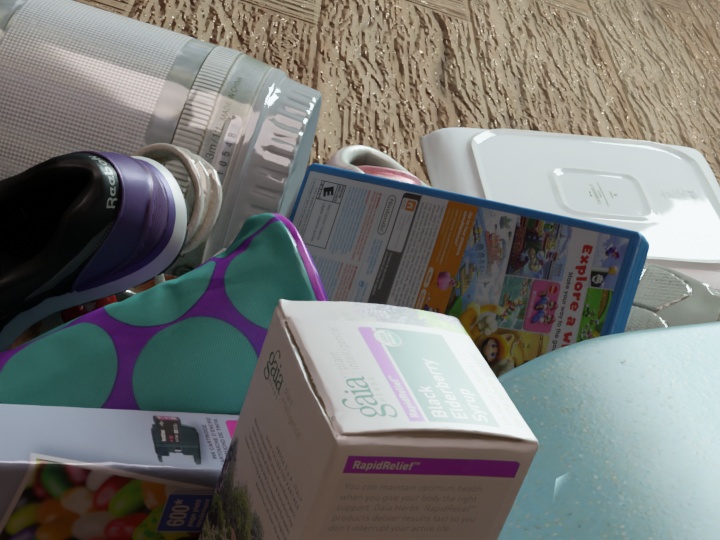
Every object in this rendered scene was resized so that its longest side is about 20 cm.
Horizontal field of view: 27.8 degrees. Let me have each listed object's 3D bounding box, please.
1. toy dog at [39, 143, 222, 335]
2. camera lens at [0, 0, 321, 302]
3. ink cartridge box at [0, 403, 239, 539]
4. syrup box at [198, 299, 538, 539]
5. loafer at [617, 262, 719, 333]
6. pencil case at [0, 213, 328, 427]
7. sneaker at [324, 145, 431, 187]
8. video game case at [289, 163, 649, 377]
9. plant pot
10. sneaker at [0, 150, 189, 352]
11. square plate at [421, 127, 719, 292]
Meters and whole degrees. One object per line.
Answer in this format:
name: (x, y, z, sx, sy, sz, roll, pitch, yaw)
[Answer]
toy dog: (-0.099, 0.049, 0.716, 0.132, 0.096, 0.201, -24, 74, -5)
camera lens: (-0.137, -0.060, 0.814, 0.199, 0.160, 0.160, 17, 27, 0)
ink cartridge box: (-0.120, 0.108, 0.574, 0.199, 0.120, 0.042, 7, 35, -25)
syrup box: (-0.013, 0.116, 0.546, 0.081, 0.201, 0.079, 7, 30, -26)
loafer: (0.172, 0.043, 0.742, 0.199, 0.063, 0.072, 9, 36, 31)
pencil case: (-0.105, 0.051, 0.621, 0.199, 0.085, 0.093, -25, 54, -3)
sneaker: (0.000, 0.000, 0.859, 0.075, 0.105, 0.201, 18, 33, -21)
video game case: (0.036, 0.029, 0.756, 0.199, 0.144, 0.018, 14, -10, 30)
plant pot: (0.114, 0.146, 0.607, 0.199, 0.196, 0.197, 3, 32, -19)
sneaker: (-0.180, 0.002, 0.644, 0.076, 0.200, 0.088, 62, 14, 14)
square plate: (0.144, -0.037, 0.889, 0.197, 0.029, 0.200, 4, 32, -7)
